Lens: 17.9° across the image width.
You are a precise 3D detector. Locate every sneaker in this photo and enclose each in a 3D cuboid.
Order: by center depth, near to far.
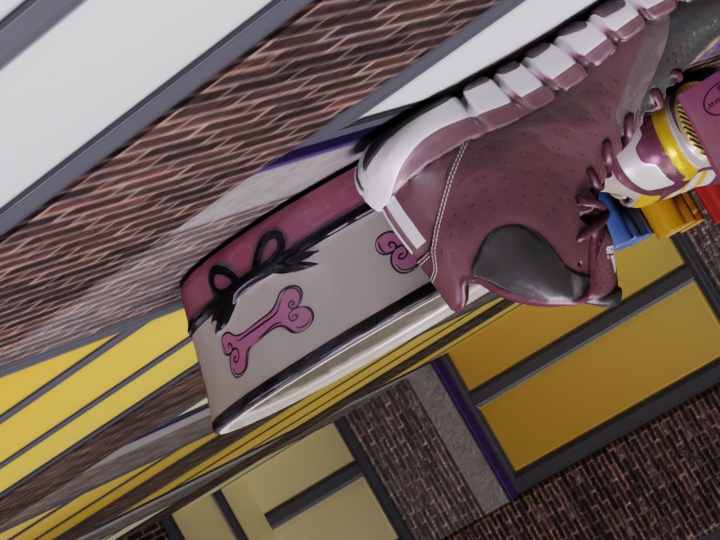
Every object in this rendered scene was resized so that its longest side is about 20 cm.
[{"bbox_3d":[0.106,-0.047,1.005,0.200,0.116,0.076,-30,175,0],"label":"sneaker"},{"bbox_3d":[0.206,-0.084,1.526,0.090,0.075,0.200,-23,171,22],"label":"sneaker"}]

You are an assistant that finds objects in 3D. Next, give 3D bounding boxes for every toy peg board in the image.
[{"bbox_3d":[0.262,-0.065,1.820,0.199,0.098,0.200,-32,174,14],"label":"toy peg board"}]

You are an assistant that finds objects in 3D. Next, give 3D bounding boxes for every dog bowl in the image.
[{"bbox_3d":[0.000,0.000,1.111,0.200,0.074,0.200,-29,175,-3],"label":"dog bowl"}]

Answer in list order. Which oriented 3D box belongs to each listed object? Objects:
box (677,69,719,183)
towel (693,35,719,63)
[{"bbox_3d":[0.304,-0.069,1.264,0.200,0.097,0.176,-30,-140,13],"label":"box"},{"bbox_3d":[0.222,-0.144,1.254,0.200,0.023,0.144,-25,172,-42],"label":"towel"}]
